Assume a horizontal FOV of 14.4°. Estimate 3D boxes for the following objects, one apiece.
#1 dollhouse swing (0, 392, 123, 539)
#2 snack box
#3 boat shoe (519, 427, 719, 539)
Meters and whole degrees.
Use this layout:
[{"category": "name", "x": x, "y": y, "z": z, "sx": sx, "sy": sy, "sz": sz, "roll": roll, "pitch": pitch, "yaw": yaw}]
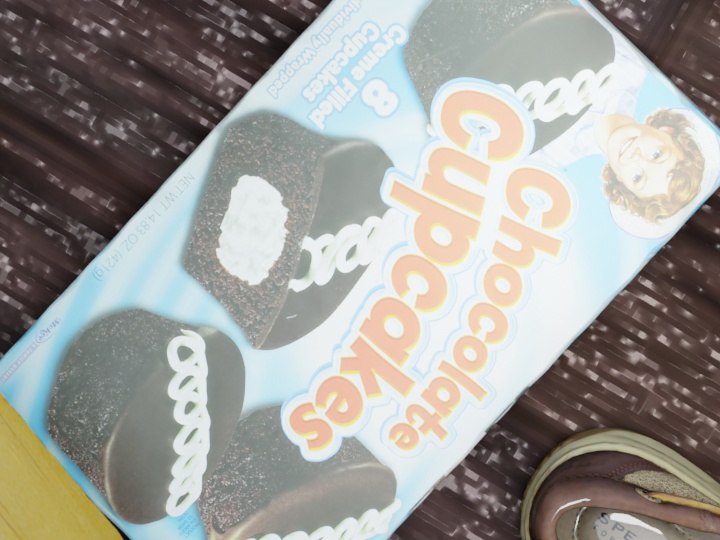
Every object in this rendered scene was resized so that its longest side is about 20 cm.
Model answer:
[{"category": "dollhouse swing", "x": -0.171, "y": 0.048, "z": 0.797, "sx": 0.199, "sy": 0.177, "sz": 0.182, "roll": -14, "pitch": 136, "yaw": 22}, {"category": "snack box", "x": 0.000, "y": 0.000, "z": 0.817, "sx": 0.116, "sy": 0.037, "sz": 0.200, "roll": 43, "pitch": 94, "yaw": 0}, {"category": "boat shoe", "x": 0.133, "y": 0.113, "z": 0.799, "sx": 0.199, "sy": 0.072, "sz": 0.072, "roll": 34, "pitch": 94, "yaw": 1}]
